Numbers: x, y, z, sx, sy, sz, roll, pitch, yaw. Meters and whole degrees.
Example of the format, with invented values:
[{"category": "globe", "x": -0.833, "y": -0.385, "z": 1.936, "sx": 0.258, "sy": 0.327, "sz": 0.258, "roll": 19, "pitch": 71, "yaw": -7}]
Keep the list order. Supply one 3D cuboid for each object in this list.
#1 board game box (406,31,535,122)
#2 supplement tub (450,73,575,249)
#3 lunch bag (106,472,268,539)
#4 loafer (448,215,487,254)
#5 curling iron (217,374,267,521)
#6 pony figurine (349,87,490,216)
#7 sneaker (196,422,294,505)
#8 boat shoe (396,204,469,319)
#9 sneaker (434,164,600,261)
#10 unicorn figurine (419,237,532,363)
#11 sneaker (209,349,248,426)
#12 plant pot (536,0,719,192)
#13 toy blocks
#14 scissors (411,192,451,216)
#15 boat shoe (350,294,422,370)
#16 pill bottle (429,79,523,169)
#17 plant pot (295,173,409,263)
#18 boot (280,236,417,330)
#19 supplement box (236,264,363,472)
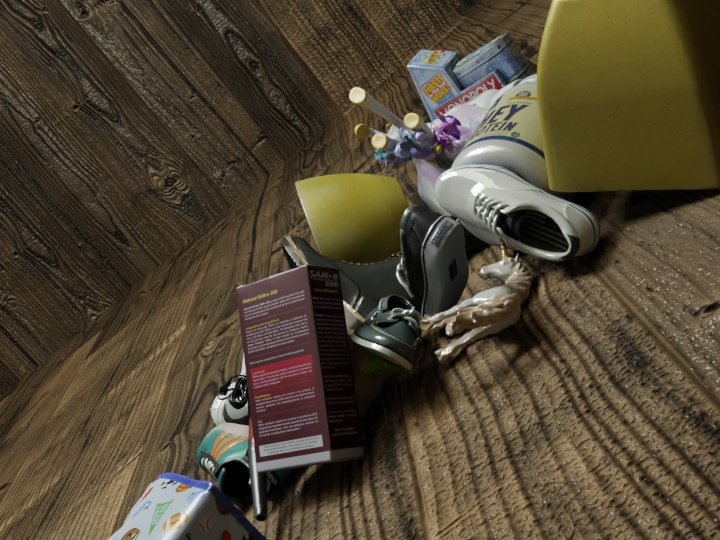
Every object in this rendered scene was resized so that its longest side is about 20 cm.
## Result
[{"category": "board game box", "x": 0.178, "y": -0.282, "z": 1.491, "sx": 0.199, "sy": 0.201, "sz": 0.062, "roll": -25, "pitch": 20, "yaw": 44}, {"category": "supplement tub", "x": 0.204, "y": -0.137, "z": 1.134, "sx": 0.144, "sy": 0.145, "sz": 0.201, "roll": -24, "pitch": 22, "yaw": 44}, {"category": "lunch bag", "x": -0.211, "y": 0.304, "z": 0.956, "sx": 0.199, "sy": 0.124, "sz": 0.170, "roll": -5, "pitch": 38, "yaw": 52}, {"category": "loafer", "x": 0.102, "y": -0.039, "z": 1.245, "sx": 0.199, "sy": 0.071, "sz": 0.068, "roll": -34, "pitch": 17, "yaw": 25}, {"category": "curling iron", "x": -0.124, "y": 0.193, "z": 1.029, "sx": 0.201, "sy": 0.049, "sz": 0.026, "roll": -109, "pitch": 35, "yaw": -46}, {"category": "pony figurine", "x": 0.092, "y": -0.181, "z": 1.323, "sx": 0.192, "sy": 0.199, "sz": 0.168, "roll": 30, "pitch": 99, "yaw": 31}, {"category": "sneaker", "x": -0.151, "y": 0.232, "z": 1.103, "sx": 0.199, "sy": 0.072, "sz": 0.080, "roll": -17, "pitch": 23, "yaw": 52}, {"category": "boat shoe", "x": 0.073, "y": -0.003, "z": 1.031, "sx": 0.074, "sy": 0.068, "sz": 0.200, "roll": -52, "pitch": -23, "yaw": -15}, {"category": "sneaker", "x": 0.158, "y": -0.066, "z": 1.002, "sx": 0.198, "sy": 0.074, "sz": 0.070, "roll": 20, "pitch": 22, "yaw": 31}, {"category": "unicorn figurine", "x": 0.128, "y": 0.038, "z": 0.976, "sx": 0.136, "sy": 0.074, "sz": 0.200, "roll": -31, "pitch": 13, "yaw": 2}, {"category": "sneaker", "x": -0.134, "y": 0.149, "z": 1.315, "sx": 0.079, "sy": 0.074, "sz": 0.201, "roll": -17, "pitch": 33, "yaw": 35}, {"category": "plant pot", "x": 0.289, "y": -0.220, "z": 0.953, "sx": 0.192, "sy": 0.202, "sz": 0.196, "roll": 2, "pitch": 39, "yaw": 36}, {"category": "toy blocks", "x": -0.056, "y": 0.122, "z": 1.072, "sx": 0.199, "sy": 0.100, "sz": 0.138, "roll": 33, "pitch": 95, "yaw": 37}, {"category": "scissors", "x": 0.087, "y": -0.070, "z": 1.261, "sx": 0.072, "sy": 0.014, "sz": 0.199, "roll": -20, "pitch": -16, "yaw": 26}, {"category": "boat shoe", "x": 0.035, "y": 0.061, "z": 1.025, "sx": 0.062, "sy": 0.072, "sz": 0.200, "roll": -62, "pitch": 0, "yaw": 3}, {"category": "pill bottle", "x": 0.186, "y": -0.204, "z": 1.422, "sx": 0.199, "sy": 0.114, "sz": 0.114, "roll": -25, "pitch": 22, "yaw": 45}, {"category": "plant pot", "x": 0.006, "y": -0.061, "z": 1.358, "sx": 0.140, "sy": 0.202, "sz": 0.200, "roll": -23, "pitch": 16, "yaw": 0}, {"category": "boot", "x": 0.000, "y": 0.000, "z": 1.225, "sx": 0.138, "sy": 0.200, "sz": 0.078, "roll": -39, "pitch": -21, "yaw": -11}, {"category": "supplement box", "x": -0.066, "y": 0.105, "z": 0.995, "sx": 0.108, "sy": 0.203, "sz": 0.060, "roll": -16, "pitch": -13, "yaw": 36}]
